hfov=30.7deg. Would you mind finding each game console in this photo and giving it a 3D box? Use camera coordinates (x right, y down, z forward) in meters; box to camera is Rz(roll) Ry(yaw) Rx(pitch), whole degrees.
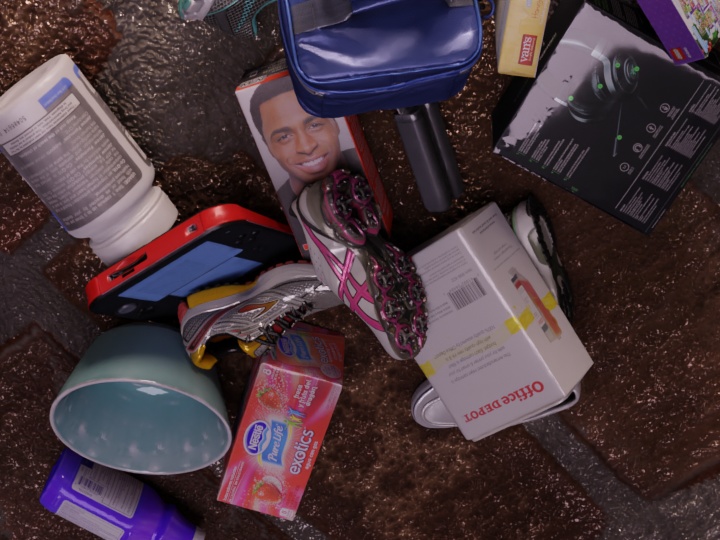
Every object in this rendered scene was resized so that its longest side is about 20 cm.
[{"bbox_3d":[-0.172,-0.001,1.371,0.198,0.176,0.031,-29,69,18],"label":"game console"}]

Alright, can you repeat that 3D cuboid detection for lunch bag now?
[{"bbox_3d":[0.025,-0.226,1.202,0.197,0.132,0.138,-11,84,-2],"label":"lunch bag"}]

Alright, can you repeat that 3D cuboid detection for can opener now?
[{"bbox_3d":[0.045,-0.155,1.332,0.066,0.053,0.202,4,125,40],"label":"can opener"}]

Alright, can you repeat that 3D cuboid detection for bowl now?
[{"bbox_3d":[-0.235,0.132,1.450,0.197,0.106,0.202,2,142,2],"label":"bowl"}]

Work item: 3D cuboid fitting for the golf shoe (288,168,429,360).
[{"bbox_3d":[0.000,0.000,1.318,0.092,0.072,0.202,-23,95,45],"label":"golf shoe"}]

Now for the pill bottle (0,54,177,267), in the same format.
[{"bbox_3d":[-0.281,-0.107,1.338,0.113,0.114,0.201,-29,112,19],"label":"pill bottle"}]

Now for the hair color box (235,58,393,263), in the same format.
[{"bbox_3d":[-0.044,-0.118,1.343,0.100,0.061,0.202,-16,116,14],"label":"hair color box"}]

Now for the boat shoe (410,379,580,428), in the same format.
[{"bbox_3d":[0.149,0.142,1.466,0.197,0.066,0.074,-19,116,14],"label":"boat shoe"}]

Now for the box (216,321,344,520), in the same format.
[{"bbox_3d":[-0.089,0.166,1.478,0.093,0.103,0.202,16,120,-7],"label":"box"}]

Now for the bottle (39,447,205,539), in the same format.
[{"bbox_3d":[-0.282,0.288,1.571,0.198,0.084,0.066,30,117,-12],"label":"bottle"}]

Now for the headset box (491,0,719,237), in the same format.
[{"bbox_3d":[0.241,-0.163,1.277,0.198,0.093,0.175,26,118,-9],"label":"headset box"}]

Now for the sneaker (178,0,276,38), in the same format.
[{"bbox_3d":[-0.089,-0.305,1.249,0.091,0.078,0.200,27,122,-27],"label":"sneaker"}]

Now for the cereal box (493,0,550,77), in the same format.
[{"bbox_3d":[0.146,-0.274,1.162,0.039,0.201,0.146,7,120,-1],"label":"cereal box"}]

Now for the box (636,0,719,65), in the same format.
[{"bbox_3d":[0.278,-0.306,1.176,0.039,0.137,0.201,-6,127,54],"label":"box"}]

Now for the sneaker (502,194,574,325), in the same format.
[{"bbox_3d":[0.174,0.018,1.404,0.087,0.077,0.202,-9,113,24],"label":"sneaker"}]

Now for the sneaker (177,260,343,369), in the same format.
[{"bbox_3d":[-0.096,0.052,1.389,0.197,0.083,0.078,-19,148,14],"label":"sneaker"}]

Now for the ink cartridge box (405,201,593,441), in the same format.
[{"bbox_3d":[0.124,0.055,1.356,0.144,0.083,0.201,-30,93,41],"label":"ink cartridge box"}]
